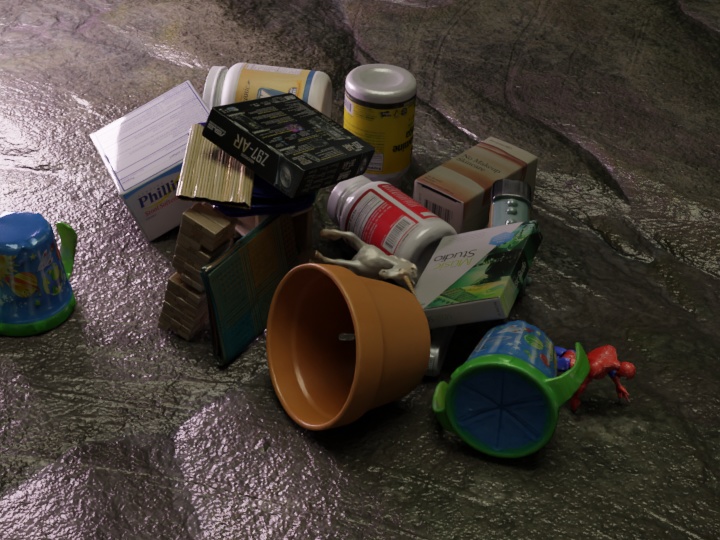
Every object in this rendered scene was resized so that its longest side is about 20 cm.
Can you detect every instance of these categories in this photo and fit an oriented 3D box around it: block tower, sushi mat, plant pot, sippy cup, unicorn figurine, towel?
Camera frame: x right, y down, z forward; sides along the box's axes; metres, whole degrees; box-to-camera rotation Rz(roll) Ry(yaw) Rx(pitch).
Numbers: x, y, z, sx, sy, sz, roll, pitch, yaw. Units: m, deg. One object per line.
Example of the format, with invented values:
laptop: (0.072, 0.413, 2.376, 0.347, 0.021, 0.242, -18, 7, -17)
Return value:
block tower: (-0.215, 0.003, 1.570, 0.058, 0.201, 0.054, 32, 41, 12)
sushi mat: (-0.184, -0.139, 1.570, 0.095, 0.012, 0.201, 6, 33, -5)
plant pot: (-0.007, 0.090, 1.478, 0.139, 0.202, 0.200, -2, 31, -36)
sippy cup: (0.182, 0.133, 1.452, 0.176, 0.141, 0.131, 14, 33, 11)
unicorn figurine: (0.000, 0.000, 1.612, 0.136, 0.200, 0.075, 18, 76, -6)
towel: (-0.153, -0.137, 1.633, 0.146, 0.050, 0.201, 0, 34, -17)
towel: (-0.142, 0.018, 1.595, 0.022, 0.148, 0.200, 10, 33, 27)
sippy cup: (-0.458, -0.003, 1.610, 0.138, 0.131, 0.178, -1, 35, -6)

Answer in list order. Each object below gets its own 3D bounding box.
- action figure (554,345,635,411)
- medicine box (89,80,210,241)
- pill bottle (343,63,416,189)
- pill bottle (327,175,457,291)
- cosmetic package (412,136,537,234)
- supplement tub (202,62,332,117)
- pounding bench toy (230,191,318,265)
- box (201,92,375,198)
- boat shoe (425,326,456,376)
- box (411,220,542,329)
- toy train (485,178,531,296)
action figure: (0.267, 0.138, 1.541, 0.199, 0.100, 0.065, 3, 30, 41)
medicine box: (-0.295, -0.171, 1.842, 0.181, 0.103, 0.200, -30, 43, -7)
pill bottle: (0.028, -0.214, 1.895, 0.111, 0.202, 0.113, 2, 35, -1)
pill bottle: (0.042, -0.060, 1.752, 0.112, 0.113, 0.200, -21, 42, -31)
cosmetic package: (0.180, -0.125, 1.879, 0.103, 0.088, 0.199, 26, 40, 31)
supplement tub: (-0.155, -0.270, 2.010, 0.198, 0.146, 0.145, 7, 35, 6)
pounding bench toy: (-0.113, -0.084, 1.732, 0.199, 0.157, 0.124, -22, 42, -31)
box: (-0.093, -0.174, 1.614, 0.160, 0.044, 0.200, 35, 27, 17)
boat shoe: (0.094, 0.061, 1.617, 0.070, 0.073, 0.200, 12, 36, 11)
box: (0.148, 0.006, 1.571, 0.143, 0.037, 0.200, -11, 27, 28)
toy train: (0.213, -0.046, 1.745, 0.084, 0.115, 0.201, 7, 34, 6)
